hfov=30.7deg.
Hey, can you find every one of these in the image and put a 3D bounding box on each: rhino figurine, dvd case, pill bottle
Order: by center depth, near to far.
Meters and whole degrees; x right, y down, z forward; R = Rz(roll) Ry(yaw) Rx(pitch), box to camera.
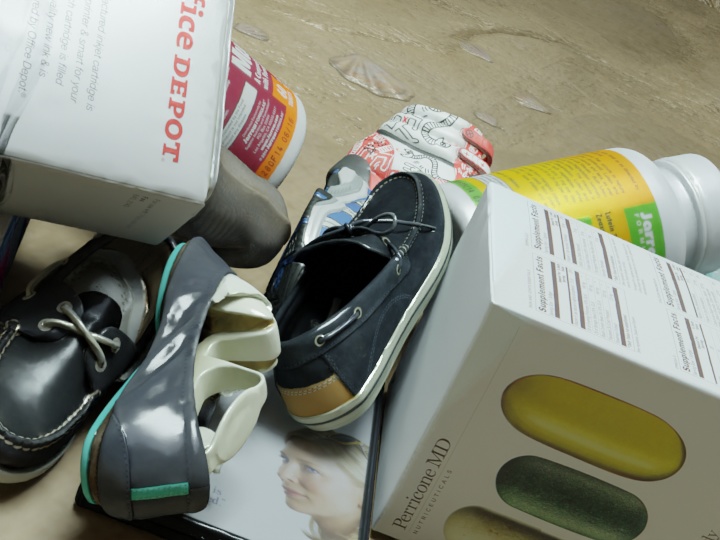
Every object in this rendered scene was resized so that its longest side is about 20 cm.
[{"bbox_3d":[-0.058,0.085,0.695,0.142,0.018,0.200,22,25,-6],"label":"dvd case"},{"bbox_3d":[-0.114,-0.061,0.764,0.087,0.060,0.200,-4,-32,35],"label":"rhino figurine"},{"bbox_3d":[-0.138,-0.122,0.839,0.200,0.110,0.110,37,16,-34],"label":"pill bottle"},{"bbox_3d":[0.141,-0.019,0.858,0.199,0.112,0.111,-13,40,-20],"label":"pill bottle"}]

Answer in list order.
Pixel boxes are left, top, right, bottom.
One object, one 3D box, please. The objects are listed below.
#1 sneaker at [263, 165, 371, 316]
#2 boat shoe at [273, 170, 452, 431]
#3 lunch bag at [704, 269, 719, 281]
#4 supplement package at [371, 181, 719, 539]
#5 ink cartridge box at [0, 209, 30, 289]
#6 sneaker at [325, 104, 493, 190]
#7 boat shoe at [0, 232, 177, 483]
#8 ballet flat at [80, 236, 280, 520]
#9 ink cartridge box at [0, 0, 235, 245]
[{"bbox_3d":[-0.008,-0.011,0.857,0.077,0.076,0.200,31,27,0],"label":"sneaker"},{"bbox_3d":[0.000,0.000,0.741,0.062,0.074,0.201,57,39,-27],"label":"boat shoe"},{"bbox_3d":[0.284,0.078,0.906,0.169,0.123,0.200,28,19,3],"label":"lunch bag"},{"bbox_3d":[0.129,0.080,0.719,0.199,0.153,0.151,23,26,-6],"label":"supplement package"},{"bbox_3d":[-0.246,-0.054,0.717,0.135,0.077,0.200,19,28,-12],"label":"ink cartridge box"},{"bbox_3d":[0.081,-0.047,0.967,0.201,0.067,0.108,35,62,21],"label":"sneaker"},{"bbox_3d":[-0.140,0.032,0.653,0.074,0.060,0.200,49,22,-8],"label":"boat shoe"},{"bbox_3d":[-0.075,0.048,0.640,0.073,0.073,0.200,23,31,-5],"label":"ballet flat"},{"bbox_3d":[-0.170,-0.108,0.628,0.199,0.086,0.148,13,69,-25],"label":"ink cartridge box"}]
